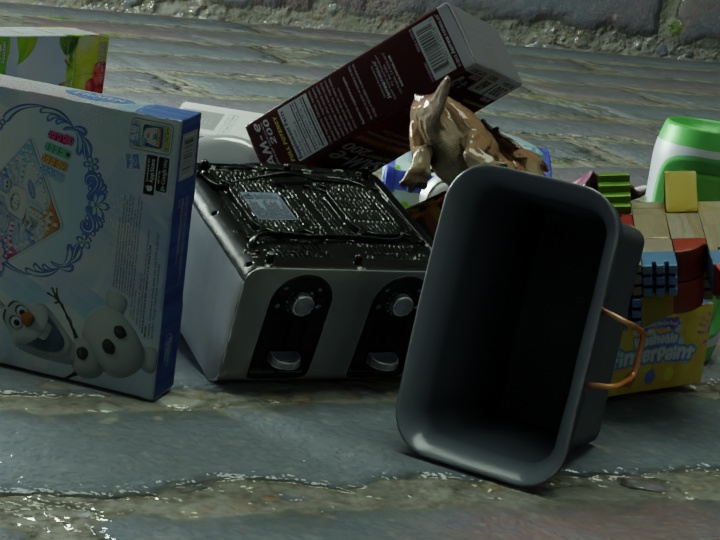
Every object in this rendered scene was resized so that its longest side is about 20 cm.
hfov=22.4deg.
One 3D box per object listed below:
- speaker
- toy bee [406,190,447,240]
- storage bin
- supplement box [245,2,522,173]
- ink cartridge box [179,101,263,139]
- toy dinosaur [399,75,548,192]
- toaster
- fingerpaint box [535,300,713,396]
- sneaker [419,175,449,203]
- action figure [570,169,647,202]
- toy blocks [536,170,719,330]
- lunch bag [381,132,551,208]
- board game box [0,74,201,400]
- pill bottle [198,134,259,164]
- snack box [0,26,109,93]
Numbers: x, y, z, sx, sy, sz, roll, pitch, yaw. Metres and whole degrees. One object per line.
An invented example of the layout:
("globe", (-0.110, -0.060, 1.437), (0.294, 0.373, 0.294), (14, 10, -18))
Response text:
("speaker", (0.280, -0.026, 1.548), (0.088, 0.200, 0.088), (8, 14, -2))
("toy bee", (0.000, 0.000, 1.531), (0.131, 0.200, 0.109), (44, 53, 7))
("storage bin", (0.131, 0.038, 1.241), (0.146, 0.200, 0.134), (15, 6, 26))
("supplement box", (0.019, -0.134, 1.479), (0.200, 0.061, 0.109), (-29, -15, 21))
("ink cartridge box", (-0.069, -0.077, 1.739), (0.200, 0.176, 0.045), (12, 56, 33))
("toy dinosaur", (0.077, -0.096, 1.412), (0.086, 0.200, 0.136), (-21, 46, 16))
("toaster", (-0.049, -0.003, 1.379), (0.181, 0.119, 0.200), (1, 30, -28))
("fingerpaint box", (0.152, 0.045, 1.453), (0.200, 0.073, 0.167), (-5, 18, -41))
("sneaker", (0.133, -0.047, 1.508), (0.200, 0.075, 0.100), (13, 13, 27))
("action figure", (0.171, -0.042, 1.650), (0.200, 0.134, 0.149), (-8, 15, 42))
("toy blocks", (0.206, -0.004, 1.359), (0.200, 0.100, 0.137), (-1, 23, 5))
("lunch bag", (0.104, -0.085, 1.852), (0.170, 0.128, 0.200), (8, 4, -1))
("board game box", (-0.217, -0.029, 1.266), (0.199, 0.200, 0.043), (12, 16, 15))
("pill bottle", (-0.114, -0.056, 1.592), (0.113, 0.113, 0.200), (8, -1, 1))
("snack box", (-0.290, -0.104, 1.538), (0.053, 0.200, 0.142), (18, 17, 34))
